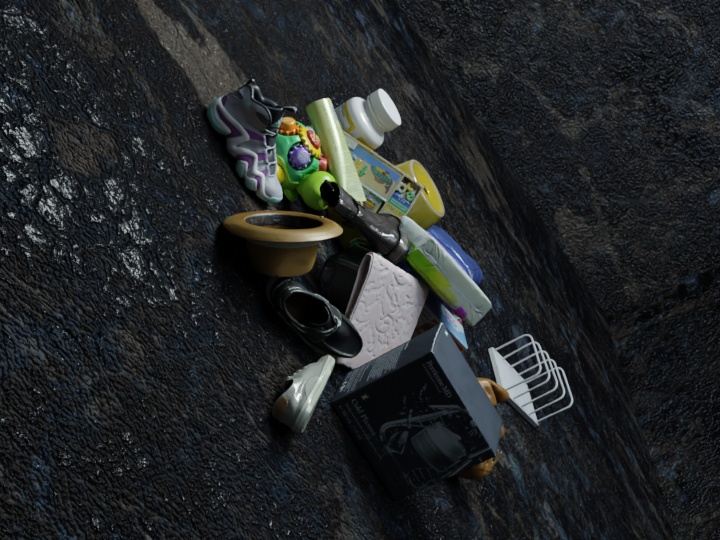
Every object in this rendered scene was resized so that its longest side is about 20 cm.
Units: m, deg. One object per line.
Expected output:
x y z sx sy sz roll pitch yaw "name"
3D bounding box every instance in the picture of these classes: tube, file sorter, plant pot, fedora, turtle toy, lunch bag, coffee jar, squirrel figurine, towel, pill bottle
-0.046 -0.219 1.726 0.052 0.057 0.202 149 -81 -76 "tube"
0.435 0.275 2.352 0.200 0.124 0.140 43 27 -40 "file sorter"
0.060 -0.120 1.868 0.201 0.187 0.202 50 23 -30 "plant pot"
-0.120 -0.039 1.428 0.200 0.198 0.083 -34 130 -70 "fedora"
-0.111 -0.195 1.675 0.145 0.100 0.202 11 53 -64 "turtle toy"
0.150 -0.008 1.978 0.200 0.136 0.132 44 16 13 "lunch bag"
0.000 0.000 1.691 0.103 0.086 0.200 23 19 10 "coffee jar"
0.187 0.294 1.752 0.200 0.140 0.188 42 39 -32 "squirrel figurine"
0.033 0.085 1.600 0.199 0.032 0.193 28 82 -54 "towel"
-0.022 -0.276 1.854 0.111 0.198 0.112 48 24 -30 "pill bottle"

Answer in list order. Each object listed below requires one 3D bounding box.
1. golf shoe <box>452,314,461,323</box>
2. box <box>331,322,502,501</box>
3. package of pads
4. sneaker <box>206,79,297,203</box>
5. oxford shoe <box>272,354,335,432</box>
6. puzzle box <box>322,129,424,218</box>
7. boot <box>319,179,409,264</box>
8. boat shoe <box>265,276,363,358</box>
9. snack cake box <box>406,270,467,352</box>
0.173 0.141 1.971 0.199 0.076 0.089 0 77 -61 "golf shoe"
0.093 0.227 1.485 0.201 0.195 0.124 57 21 -9 "box"
0.142 -0.003 1.718 0.200 0.068 0.155 47 1 -25 "package of pads"
-0.155 -0.223 1.549 0.201 0.139 0.078 57 20 -10 "sneaker"
-0.081 0.168 1.342 0.057 0.076 0.200 24 20 4 "oxford shoe"
0.006 -0.159 1.768 0.199 0.134 0.025 34 2 1 "puzzle box"
-0.001 -0.103 1.624 0.173 0.069 0.200 38 7 -21 "boot"
-0.064 0.083 1.449 0.200 0.072 0.067 42 -10 -32 "boat shoe"
0.109 0.102 1.801 0.200 0.114 0.068 46 25 -37 "snack cake box"
